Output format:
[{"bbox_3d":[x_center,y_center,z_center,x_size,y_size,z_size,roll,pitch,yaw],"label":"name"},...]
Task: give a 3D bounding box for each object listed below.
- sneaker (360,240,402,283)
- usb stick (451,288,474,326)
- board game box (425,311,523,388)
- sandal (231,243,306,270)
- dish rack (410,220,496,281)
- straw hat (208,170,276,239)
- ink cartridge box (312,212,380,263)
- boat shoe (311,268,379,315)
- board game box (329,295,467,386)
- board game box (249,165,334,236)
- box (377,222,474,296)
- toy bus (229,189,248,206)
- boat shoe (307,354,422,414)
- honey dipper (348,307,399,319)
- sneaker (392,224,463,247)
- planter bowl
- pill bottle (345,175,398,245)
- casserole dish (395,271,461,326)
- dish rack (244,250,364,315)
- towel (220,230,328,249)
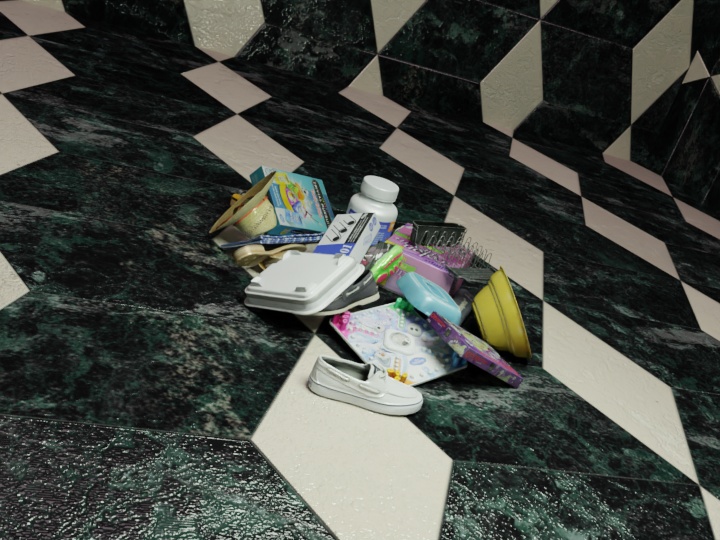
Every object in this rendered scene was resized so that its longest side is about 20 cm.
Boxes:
[{"bbox_3d":[0.000,0.000,1.741,0.200,0.077,0.084,-31,48,-34],"label":"sneaker"},{"bbox_3d":[0.207,0.086,1.804,0.055,0.033,0.200,35,25,9],"label":"usb stick"},{"bbox_3d":[0.217,0.151,1.579,0.200,0.032,0.120,31,15,-44],"label":"board game box"},{"bbox_3d":[-0.174,-0.008,1.697,0.212,0.078,0.070,-2,64,-58],"label":"sandal"},{"bbox_3d":[0.212,-0.039,1.818,0.153,0.055,0.200,0,30,-37],"label":"dish rack"},{"bbox_3d":[-0.222,-0.113,1.756,0.085,0.201,0.201,48,19,-13],"label":"straw hat"},{"bbox_3d":[-0.039,-0.044,1.711,0.094,0.044,0.200,-2,38,28],"label":"ink cartridge box"},{"bbox_3d":[-0.041,0.042,1.575,0.073,0.063,0.200,2,12,41],"label":"boat shoe"},{"bbox_3d":[0.075,0.129,1.561,0.200,0.026,0.200,-12,45,-40],"label":"board game box"},{"bbox_3d":[-0.146,-0.147,1.895,0.200,0.047,0.151,6,59,-51],"label":"board game box"},{"bbox_3d":[0.141,-0.011,1.889,0.176,0.097,0.200,25,24,12],"label":"box"},{"bbox_3d":[-0.220,-0.147,1.934,0.065,0.078,0.200,30,25,22],"label":"toy bus"},{"bbox_3d":[0.015,0.187,1.390,0.200,0.065,0.074,12,24,-15],"label":"boat shoe"},{"bbox_3d":[-0.021,0.075,1.644,0.200,0.038,0.038,18,23,-6],"label":"honey dipper"},{"bbox_3d":[0.172,-0.053,2.042,0.200,0.078,0.080,21,32,3],"label":"sneaker"},{"bbox_3d":[0.280,0.098,1.718,0.083,0.201,0.200,-17,25,5],"label":"planter bowl"},{"bbox_3d":[0.018,-0.104,1.868,0.112,0.200,0.112,16,24,-7],"label":"pill bottle"},{"bbox_3d":[0.140,0.054,1.676,0.121,0.039,0.200,29,9,-17],"label":"casserole dish"},{"bbox_3d":[-0.111,0.013,1.553,0.200,0.044,0.172,5,35,41],"label":"dish rack"},{"bbox_3d":[-0.174,-0.064,1.765,0.200,0.024,0.145,-5,-2,-44],"label":"towel"}]
